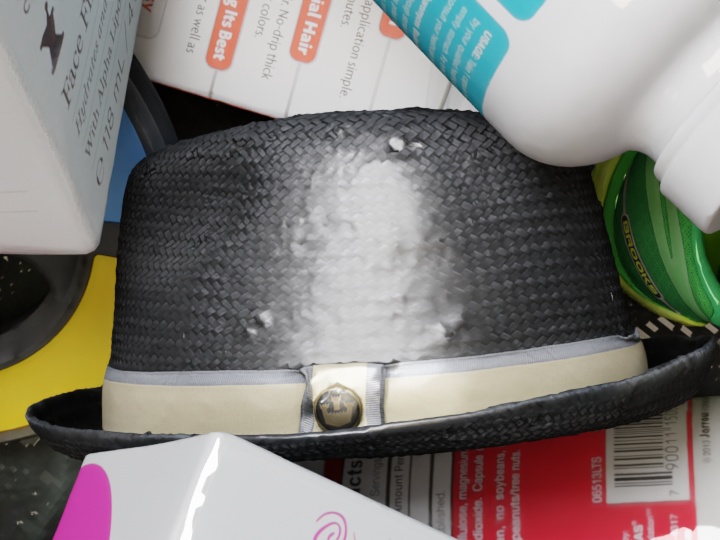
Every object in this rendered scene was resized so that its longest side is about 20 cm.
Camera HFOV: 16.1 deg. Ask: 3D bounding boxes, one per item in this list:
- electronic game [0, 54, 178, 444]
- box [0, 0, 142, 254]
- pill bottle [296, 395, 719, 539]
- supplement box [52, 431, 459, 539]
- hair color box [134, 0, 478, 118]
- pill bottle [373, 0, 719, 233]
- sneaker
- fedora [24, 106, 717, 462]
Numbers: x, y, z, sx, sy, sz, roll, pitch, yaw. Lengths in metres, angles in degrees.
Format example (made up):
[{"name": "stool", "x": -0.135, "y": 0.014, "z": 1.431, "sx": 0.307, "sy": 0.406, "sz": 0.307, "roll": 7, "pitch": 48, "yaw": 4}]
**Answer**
[{"name": "electronic game", "x": -0.149, "y": -0.028, "z": 0.806, "sx": 0.199, "sy": 0.042, "sz": 0.201, "roll": 8, "pitch": 125, "yaw": 12}, {"name": "box", "x": -0.160, "y": -0.121, "z": 0.681, "sx": 0.199, "sy": 0.131, "sz": 0.200, "roll": 2, "pitch": 62, "yaw": 12}, {"name": "pill bottle", "x": 0.033, "y": 0.099, "z": 0.796, "sx": 0.199, "sy": 0.112, "sz": 0.113, "roll": -4, "pitch": 97, "yaw": 9}, {"name": "supplement box", "x": 0.013, "y": 0.127, "z": 0.653, "sx": 0.200, "sy": 0.103, "sz": 0.101, "roll": 27, "pitch": 73, "yaw": -21}, {"name": "hair color box", "x": -0.037, "y": -0.111, "z": 0.805, "sx": 0.199, "sy": 0.064, "sz": 0.111, "roll": 17, "pitch": 100, "yaw": 6}, {"name": "pill bottle", "x": 0.047, "y": -0.104, "z": 0.671, "sx": 0.111, "sy": 0.111, "sz": 0.200, "roll": -45, "pitch": 78, "yaw": 10}, {"name": "sneaker", "x": 0.135, "y": -0.073, "z": 0.766, "sx": 0.074, "sy": 0.084, "sz": 0.201, "roll": 4, "pitch": 112, "yaw": -34}, {"name": "fedora", "x": 0.000, "y": 0.000, "z": 0.734, "sx": 0.200, "sy": 0.201, "sz": 0.092, "roll": -4, "pitch": 93, "yaw": 8}]
